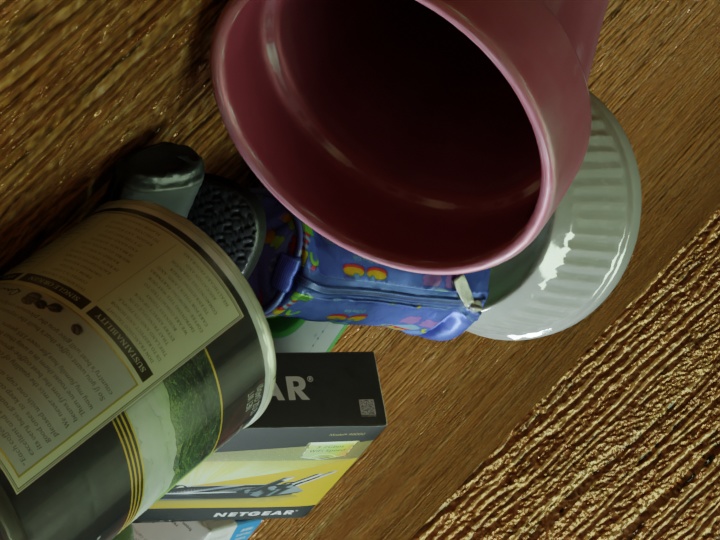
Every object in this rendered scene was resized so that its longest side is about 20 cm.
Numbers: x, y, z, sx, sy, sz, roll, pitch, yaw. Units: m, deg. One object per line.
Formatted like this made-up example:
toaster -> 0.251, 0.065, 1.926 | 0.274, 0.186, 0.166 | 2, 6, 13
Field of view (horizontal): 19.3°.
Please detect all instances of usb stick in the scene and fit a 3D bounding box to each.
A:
usb stick -> -0.136, 0.000, 1.204 | 0.055, 0.033, 0.200 | -15, 150, -33

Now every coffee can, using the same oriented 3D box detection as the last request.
coffee can -> -0.160, 0.072, 1.084 | 0.200, 0.146, 0.147 | -39, 164, -41

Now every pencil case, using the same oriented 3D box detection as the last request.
pencil case -> 0.000, 0.000, 1.321 | 0.200, 0.087, 0.078 | 9, 103, -45

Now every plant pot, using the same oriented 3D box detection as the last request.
plant pot -> 0.046, -0.128, 1.134 | 0.179, 0.200, 0.200 | -55, 174, -40

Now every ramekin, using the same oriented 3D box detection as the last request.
ramekin -> 0.090, -0.048, 1.504 | 0.200, 0.200, 0.105 | -54, 158, 20

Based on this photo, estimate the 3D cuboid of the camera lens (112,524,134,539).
camera lens -> -0.218, 0.191, 1.204 | 0.160, 0.160, 0.200 | -40, 165, -37

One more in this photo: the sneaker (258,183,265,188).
sneaker -> 0.016, -0.096, 1.361 | 0.200, 0.076, 0.077 | -44, 167, -18

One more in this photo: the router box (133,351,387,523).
router box -> -0.104, 0.105, 1.299 | 0.199, 0.052, 0.157 | 0, 153, -22

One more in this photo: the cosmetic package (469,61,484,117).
cosmetic package -> 0.094, -0.133, 1.308 | 0.104, 0.073, 0.200 | 114, -13, -52

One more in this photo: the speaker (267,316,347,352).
speaker -> -0.034, 0.004, 1.409 | 0.200, 0.088, 0.089 | -55, 171, -27

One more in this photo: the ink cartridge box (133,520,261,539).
ink cartridge box -> -0.185, 0.249, 1.674 | 0.200, 0.086, 0.146 | -53, 167, 7

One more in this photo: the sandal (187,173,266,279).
sandal -> -0.104, 0.002, 1.251 | 0.045, 0.075, 0.200 | -31, 167, -40
